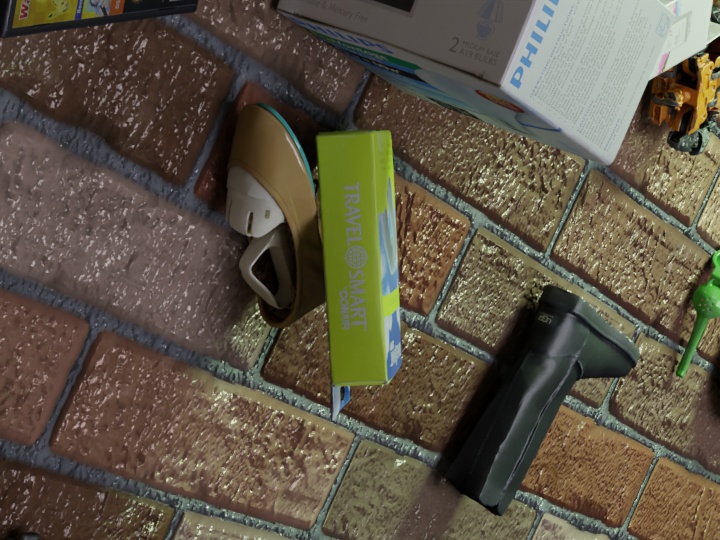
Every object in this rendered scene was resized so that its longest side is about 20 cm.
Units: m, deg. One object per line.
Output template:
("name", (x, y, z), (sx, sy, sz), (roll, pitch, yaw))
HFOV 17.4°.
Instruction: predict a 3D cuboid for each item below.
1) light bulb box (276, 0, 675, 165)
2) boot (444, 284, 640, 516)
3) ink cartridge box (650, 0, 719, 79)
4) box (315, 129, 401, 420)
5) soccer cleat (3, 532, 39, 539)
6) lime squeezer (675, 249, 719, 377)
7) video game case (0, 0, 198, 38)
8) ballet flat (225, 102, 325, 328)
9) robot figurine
("light bulb box", (0.083, -0.182, 1.655), (0.200, 0.197, 0.126), (25, 88, -59))
("boot", (0.165, 0.132, 2.127), (0.165, 0.065, 0.201), (36, 76, -50))
("ink cartridge box", (0.207, -0.209, 1.910), (0.200, 0.116, 0.068), (-30, 134, -46))
("box", (0.000, 0.000, 1.692), (0.122, 0.047, 0.202), (-32, 120, -83))
("soccer cleat", (-0.258, 0.228, 1.530), (0.200, 0.070, 0.087), (-3, 113, -57))
("lime squeezer", (0.371, 0.015, 2.397), (0.201, 0.038, 0.071), (-63, 150, -7))
("video game case", (-0.146, -0.247, 1.422), (0.180, 0.025, 0.201), (-17, 125, -53))
("ballet flat", (-0.062, -0.031, 1.663), (0.063, 0.068, 0.201), (-44, 143, -23))
("robot figurine", (0.328, -0.192, 2.168), (0.200, 0.058, 0.146), (-33, 136, -44))
